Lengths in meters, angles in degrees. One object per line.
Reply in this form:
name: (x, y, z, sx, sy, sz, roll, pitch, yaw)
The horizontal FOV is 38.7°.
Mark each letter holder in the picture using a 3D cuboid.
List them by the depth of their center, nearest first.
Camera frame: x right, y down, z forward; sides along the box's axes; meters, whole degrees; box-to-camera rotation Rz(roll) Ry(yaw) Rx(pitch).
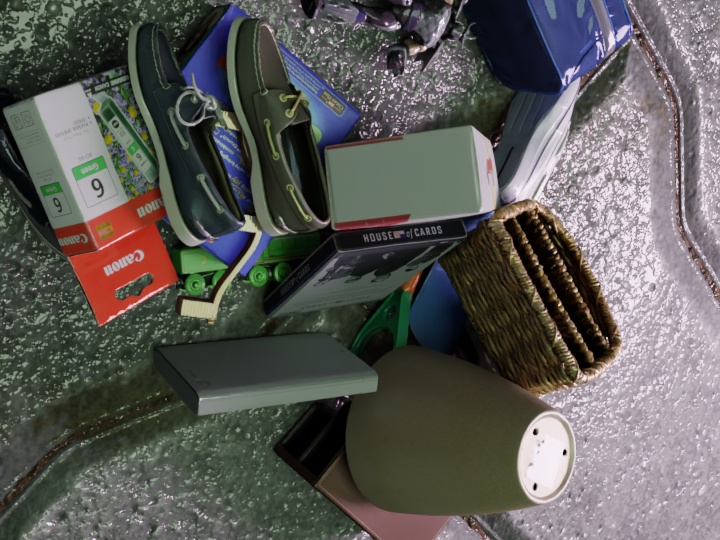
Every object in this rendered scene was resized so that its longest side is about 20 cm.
letter holder: (0.024, 0.230, 1.215, 0.142, 0.101, 0.200, -49, 124, -10)

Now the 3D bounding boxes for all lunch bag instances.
lunch bag: (0.196, -0.307, 1.113, 0.132, 0.136, 0.200, -39, 121, -14)

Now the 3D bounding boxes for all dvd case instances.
dvd case: (0.000, 0.000, 1.078, 0.150, 0.200, 0.025, -8, 74, -29)

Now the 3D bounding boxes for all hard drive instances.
hard drive: (-0.100, 0.104, 1.077, 0.199, 0.132, 0.026, -3, 109, -30)

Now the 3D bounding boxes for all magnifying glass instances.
magnifying glass: (0.041, 0.044, 1.184, 0.022, 0.080, 0.200, 28, 80, -36)

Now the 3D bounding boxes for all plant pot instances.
plant pot: (0.119, 0.181, 1.081, 0.187, 0.200, 0.188, -2, 93, -42)

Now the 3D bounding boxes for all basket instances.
basket: (0.205, 0.022, 1.107, 0.142, 0.149, 0.200, -25, 84, -24)

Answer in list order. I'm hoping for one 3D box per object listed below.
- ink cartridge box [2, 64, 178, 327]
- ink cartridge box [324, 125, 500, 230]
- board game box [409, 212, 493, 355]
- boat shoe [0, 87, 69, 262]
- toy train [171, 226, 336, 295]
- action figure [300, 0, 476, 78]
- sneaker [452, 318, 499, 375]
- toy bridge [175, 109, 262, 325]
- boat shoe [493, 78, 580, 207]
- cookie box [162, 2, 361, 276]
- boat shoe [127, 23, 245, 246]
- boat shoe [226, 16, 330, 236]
ink cartridge box: (-0.214, -0.065, 0.885, 0.109, 0.050, 0.201, -36, 111, -48)
ink cartridge box: (0.058, -0.090, 1.037, 0.145, 0.200, 0.084, -7, 91, 12)
board game box: (0.132, 0.009, 1.243, 0.158, 0.039, 0.200, 20, 101, -38)
boat shoe: (-0.277, -0.070, 0.935, 0.075, 0.093, 0.200, -41, 122, -12)
toy train: (-0.106, -0.013, 1.091, 0.199, 0.042, 0.057, -8, 100, -28)
action figure: (0.038, -0.270, 1.067, 0.200, 0.069, 0.130, 13, 112, -28)
sneaker: (0.124, 0.138, 1.241, 0.095, 0.079, 0.200, -13, 133, -10)
toy bridge: (-0.125, -0.047, 0.958, 0.067, 0.027, 0.201, 7, 96, -22)
boat shoe: (0.206, -0.155, 1.204, 0.067, 0.073, 0.200, 40, 77, -39)
cookie box: (-0.129, -0.126, 0.999, 0.171, 0.075, 0.200, 38, 84, -22)
boat shoe: (-0.150, -0.123, 0.890, 0.062, 0.075, 0.201, -17, 83, 17)
boat shoe: (-0.071, -0.132, 0.931, 0.072, 0.060, 0.202, -34, 117, -58)
